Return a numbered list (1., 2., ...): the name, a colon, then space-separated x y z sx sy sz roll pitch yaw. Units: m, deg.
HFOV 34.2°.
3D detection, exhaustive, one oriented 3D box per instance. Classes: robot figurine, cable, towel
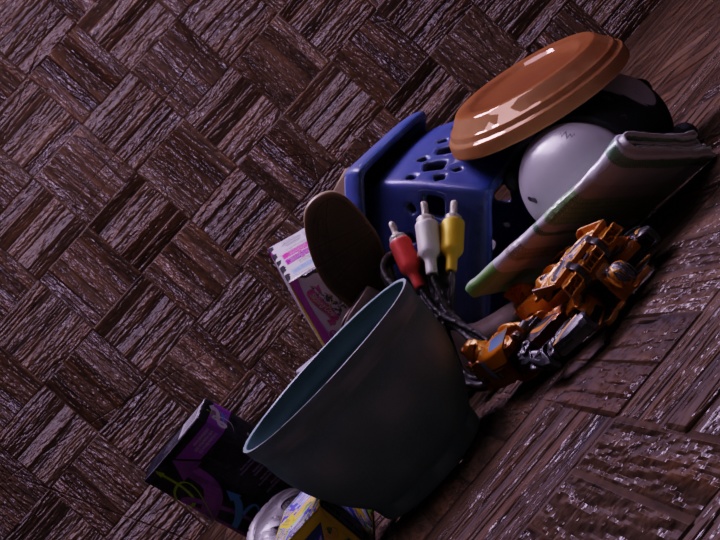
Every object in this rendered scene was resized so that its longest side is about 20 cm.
1. robot figurine: 0.153 0.027 0.915 0.145 0.058 0.200 -49 0 -26
2. cable: 0.070 0.027 1.109 0.097 0.201 0.050 -20 -36 10
3. robot figurine: 0.232 -0.111 1.135 0.200 0.125 0.150 -49 -2 -46
4. towel: 0.192 -0.048 0.998 0.149 0.031 0.200 -5 -32 -46

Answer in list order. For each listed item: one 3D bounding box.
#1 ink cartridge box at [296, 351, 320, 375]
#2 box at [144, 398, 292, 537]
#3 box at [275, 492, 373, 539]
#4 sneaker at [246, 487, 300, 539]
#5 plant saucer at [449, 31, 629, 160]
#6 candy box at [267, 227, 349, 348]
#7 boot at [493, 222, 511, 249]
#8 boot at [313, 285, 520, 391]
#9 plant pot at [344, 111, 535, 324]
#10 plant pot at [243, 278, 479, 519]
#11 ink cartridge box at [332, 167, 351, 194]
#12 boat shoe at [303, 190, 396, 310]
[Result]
1. ink cartridge box: 0.049 0.079 1.376 0.199 0.041 0.200 -37 18 -32
2. box: -0.121 0.236 1.292 0.143 0.199 0.036 -49 17 38
3. box: -0.033 0.238 1.070 0.070 0.064 0.200 -49 0 1
4. sneaker: -0.076 0.293 1.174 0.082 0.075 0.200 -36 18 37
5. plant saucer: 0.169 -0.179 1.160 0.200 0.038 0.200 -32 14 9
6. candy box: -0.039 0.036 1.335 0.061 0.137 0.200 -30 15 -5
7. boot: 0.168 0.009 1.475 0.132 0.070 0.200 -52 -11 1
8. boot: 0.057 0.068 1.165 0.200 0.146 0.070 -49 4 -2
9. plant pot: 0.092 -0.057 1.284 0.200 0.179 0.201 -48 -38 -50
10. plant pot: 0.016 0.124 1.000 0.200 0.134 0.200 -47 5 5
11. ink cartridge box: 0.037 -0.016 1.529 0.075 0.199 0.165 -59 -8 -49
12. boat shoe: 0.000 0.000 1.207 0.072 0.200 0.072 -33 23 2
